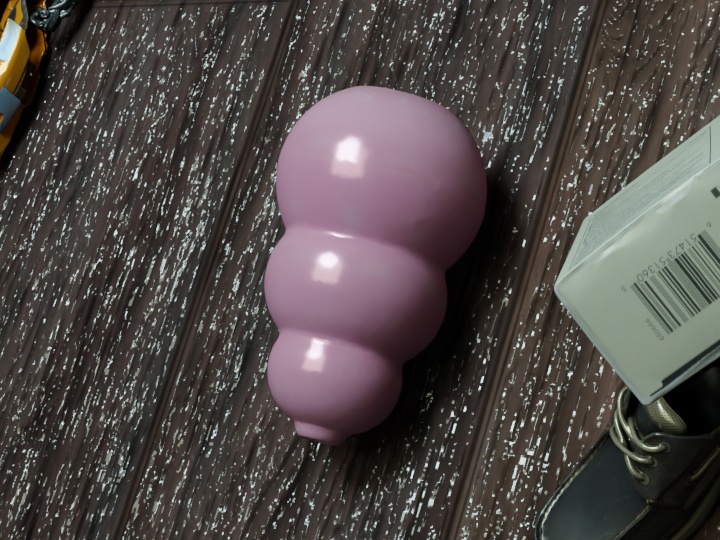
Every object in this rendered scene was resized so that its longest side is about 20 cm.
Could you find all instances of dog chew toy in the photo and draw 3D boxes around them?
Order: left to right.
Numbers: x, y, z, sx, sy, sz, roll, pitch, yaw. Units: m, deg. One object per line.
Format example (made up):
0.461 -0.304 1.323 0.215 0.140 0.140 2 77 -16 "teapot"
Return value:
0.000 0.000 1.123 0.124 0.124 0.202 8 81 40 "dog chew toy"

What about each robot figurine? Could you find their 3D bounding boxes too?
-0.280 -0.179 1.469 0.144 0.058 0.202 6 72 39 "robot figurine"

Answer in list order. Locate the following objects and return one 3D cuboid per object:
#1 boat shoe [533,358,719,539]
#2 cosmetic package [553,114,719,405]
0.156 0.076 0.985 0.200 0.073 0.075 -46 47 9 "boat shoe"
0.160 -0.012 0.947 0.105 0.200 0.071 -38 91 16 "cosmetic package"
